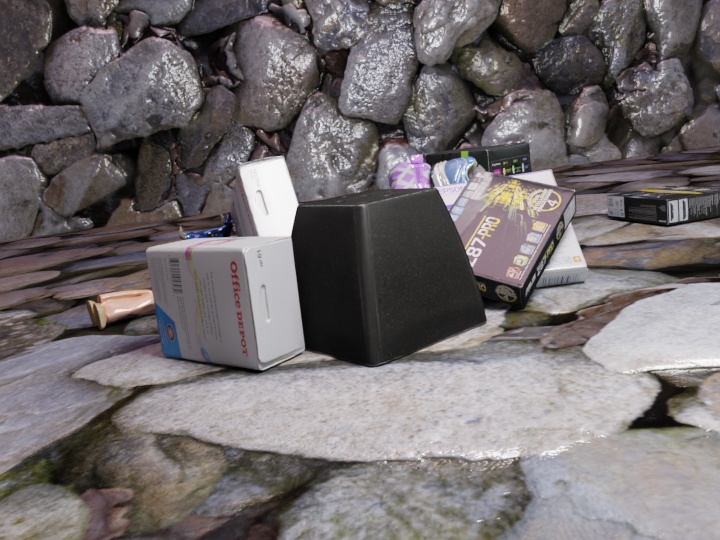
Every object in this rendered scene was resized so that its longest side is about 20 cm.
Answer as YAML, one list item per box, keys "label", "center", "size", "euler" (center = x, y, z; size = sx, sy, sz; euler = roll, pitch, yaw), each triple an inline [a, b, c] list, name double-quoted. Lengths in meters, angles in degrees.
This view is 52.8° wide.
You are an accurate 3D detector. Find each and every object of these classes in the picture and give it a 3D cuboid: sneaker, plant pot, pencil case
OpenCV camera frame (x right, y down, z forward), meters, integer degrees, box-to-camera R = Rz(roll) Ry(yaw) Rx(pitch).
- label: "sneaker"
  center: [0.178, -0.090, 1.177]
  size: [0.076, 0.203, 0.076]
  euler: [-21, -3, 19]
- label: "plant pot"
  center: [0.019, -0.007, 0.918]
  size: [0.198, 0.180, 0.199]
  euler: [-16, 15, -37]
- label: "pencil case"
  center: [0.097, -0.080, 1.195]
  size: [0.083, 0.203, 0.086]
  euler: [-9, -17, -9]

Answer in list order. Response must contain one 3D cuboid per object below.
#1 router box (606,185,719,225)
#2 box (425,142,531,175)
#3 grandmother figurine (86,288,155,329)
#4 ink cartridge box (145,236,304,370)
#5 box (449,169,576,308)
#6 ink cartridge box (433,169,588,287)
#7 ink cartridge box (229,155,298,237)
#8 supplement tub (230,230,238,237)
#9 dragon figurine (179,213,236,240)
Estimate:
- label: "router box"
  center: [0.633, -0.137, 1.496]
  size: [0.155, 0.053, 0.200]
  euler: [-10, 11, -13]
- label: "box"
  center: [0.216, -0.118, 1.290]
  size: [0.123, 0.203, 0.148]
  euler: [-16, 13, -39]
- label: "grandmother figurine"
  center: [-0.351, 0.047, 1.228]
  size: [0.198, 0.061, 0.121]
  euler: [-18, 24, -34]
- label: "ink cartridge box"
  center: [-0.171, 0.036, 0.913]
  size: [0.198, 0.147, 0.084]
  euler: [2, 12, 41]
- label: "box"
  center: [0.197, -0.051, 1.033]
  size: [0.160, 0.049, 0.201]
  euler: [16, 54, 32]
- label: "ink cartridge box"
  center: [0.221, -0.059, 1.104]
  size: [0.195, 0.044, 0.202]
  euler: [-8, 52, 1]
- label: "ink cartridge box"
  center: [-0.162, -0.086, 1.241]
  size: [0.084, 0.148, 0.200]
  euler: [-15, -10, -16]
- label: "supplement tub"
  center: [-0.218, -0.025, 1.374]
  size: [0.197, 0.109, 0.107]
  euler: [-10, 11, -16]
- label: "dragon figurine"
  center: [-0.263, -0.031, 1.248]
  size: [0.098, 0.059, 0.201]
  euler: [-1, 39, -7]
